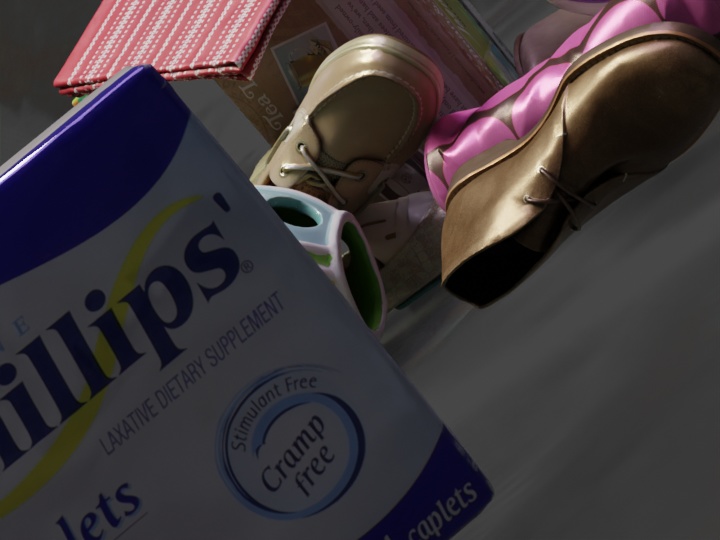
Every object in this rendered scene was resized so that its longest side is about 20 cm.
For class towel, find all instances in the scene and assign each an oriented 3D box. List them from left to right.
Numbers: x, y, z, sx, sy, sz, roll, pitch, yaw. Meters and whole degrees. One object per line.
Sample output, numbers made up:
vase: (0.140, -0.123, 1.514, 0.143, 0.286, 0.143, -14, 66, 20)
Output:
towel: (-0.094, -0.165, 1.574, 0.200, 0.022, 0.145, 0, 56, 52)

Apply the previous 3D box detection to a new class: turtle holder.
turtle holder: (-0.063, 0.024, 1.412, 0.131, 0.142, 0.185, -17, -1, 14)

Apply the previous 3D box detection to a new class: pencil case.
pencil case: (0.124, -0.098, 1.414, 0.200, 0.091, 0.094, -37, 37, 23)

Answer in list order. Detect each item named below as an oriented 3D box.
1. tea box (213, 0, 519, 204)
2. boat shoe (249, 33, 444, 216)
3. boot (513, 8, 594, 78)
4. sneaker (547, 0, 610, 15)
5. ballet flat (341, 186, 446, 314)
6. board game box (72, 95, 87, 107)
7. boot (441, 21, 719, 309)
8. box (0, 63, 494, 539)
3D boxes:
tea box: (0.016, -0.115, 1.657, 0.133, 0.200, 0.197, -39, 7, 12)
boat shoe: (-0.016, -0.059, 1.476, 0.200, 0.072, 0.065, -44, 17, 53)
boot: (0.177, -0.164, 1.667, 0.146, 0.070, 0.200, -35, 7, 18)
sneaker: (0.192, -0.221, 1.591, 0.199, 0.081, 0.083, -21, -28, 6)
ballet flat: (0.000, 0.000, 1.547, 0.200, 0.062, 0.068, -39, 23, 19)
board game box: (-0.093, -0.171, 1.659, 0.200, 0.030, 0.096, -42, 6, 22)
boot: (0.107, -0.045, 1.279, 0.200, 0.073, 0.076, -40, 22, 44)
box: (-0.087, 0.059, 0.953, 0.184, 0.200, 0.105, -40, 6, -4)
